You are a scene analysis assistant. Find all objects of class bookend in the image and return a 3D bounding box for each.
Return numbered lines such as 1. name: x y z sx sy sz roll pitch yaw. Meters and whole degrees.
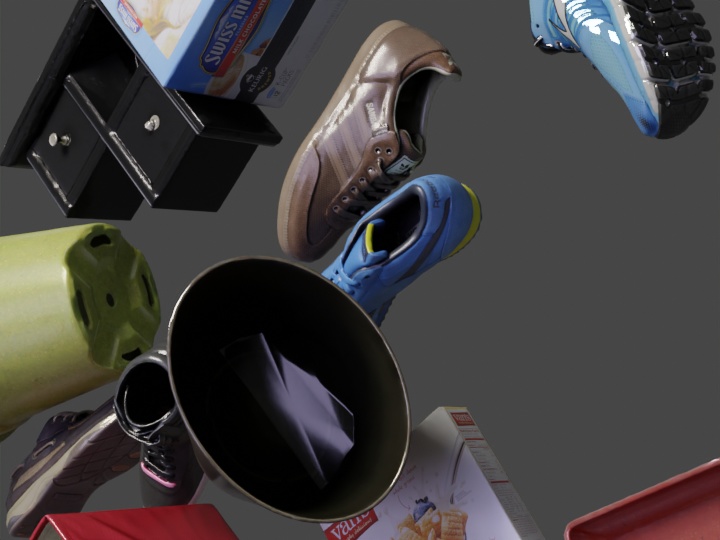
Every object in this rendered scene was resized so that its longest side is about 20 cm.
1. bookend: -0.197 -0.106 1.036 0.199 0.092 0.200 51 120 28

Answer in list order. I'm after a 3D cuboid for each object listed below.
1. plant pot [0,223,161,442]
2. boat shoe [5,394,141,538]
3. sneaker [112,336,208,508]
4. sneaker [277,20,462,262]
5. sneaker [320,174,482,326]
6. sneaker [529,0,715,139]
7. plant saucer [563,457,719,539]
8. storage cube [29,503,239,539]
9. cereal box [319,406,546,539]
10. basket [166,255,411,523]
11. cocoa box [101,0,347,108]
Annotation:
1. plant pot: -0.284 0.042 1.048 0.183 0.200 0.202 -15 76 23
2. boat shoe: -0.256 0.158 1.069 0.200 0.074 0.074 -42 56 19
3. sneaker: -0.165 0.132 0.971 0.070 0.099 0.201 26 113 19
4. sneaker: 0.005 -0.086 0.902 0.075 0.070 0.201 34 106 34
5. sneaker: 0.000 0.000 0.892 0.200 0.078 0.066 -44 63 27
6. sneaker: 0.163 -0.166 0.805 0.090 0.078 0.201 -49 54 44
7. plant saucer: 0.242 0.211 0.709 0.199 0.037 0.201 -32 67 30
8. storage cube: -0.166 0.301 0.919 0.171 0.179 0.201 41 108 33
9. cereal box: 0.065 0.217 0.840 0.144 0.039 0.201 -45 61 24
10. basket: -0.060 0.096 0.838 0.136 0.200 0.181 -36 84 -17
11. cocoa box: -0.127 -0.250 0.977 0.134 0.131 0.200 -53 57 26
